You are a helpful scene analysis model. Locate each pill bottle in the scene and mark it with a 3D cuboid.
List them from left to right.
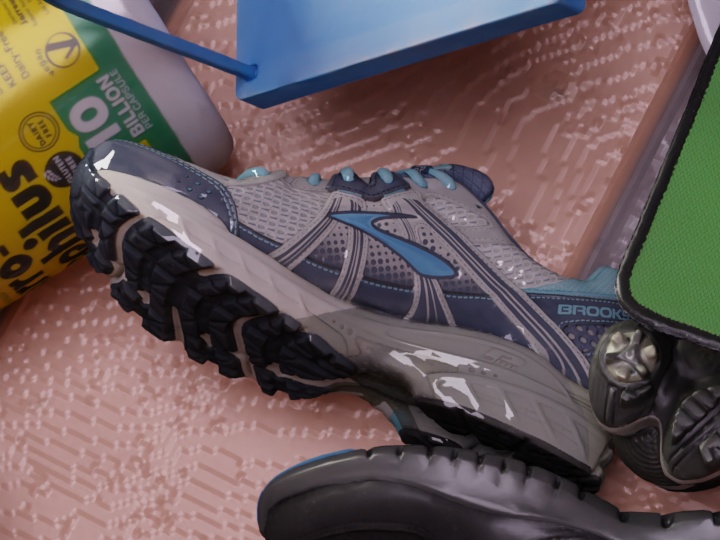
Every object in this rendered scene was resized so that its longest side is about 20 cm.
[{"bbox_3d":[-0.153,-0.033,0.973,0.199,0.113,0.113,-32,69,-1],"label":"pill bottle"}]

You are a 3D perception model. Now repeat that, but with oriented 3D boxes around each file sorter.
[{"bbox_3d":[-0.021,-0.174,0.896,0.138,0.122,0.202,-14,70,40],"label":"file sorter"}]

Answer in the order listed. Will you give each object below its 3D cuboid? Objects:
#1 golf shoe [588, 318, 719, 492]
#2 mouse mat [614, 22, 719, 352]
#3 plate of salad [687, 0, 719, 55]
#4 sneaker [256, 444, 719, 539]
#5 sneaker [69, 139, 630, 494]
[{"bbox_3d":[0.154,-0.009,0.916,0.200,0.088,0.077,-42,69,-3],"label":"golf shoe"},{"bbox_3d":[0.180,-0.039,0.863,0.160,0.008,0.201,19,57,11],"label":"mouse mat"},{"bbox_3d":[0.206,-0.113,0.944,0.198,0.048,0.202,0,84,-1],"label":"plate of salad"},{"bbox_3d":[0.058,0.107,0.908,0.199,0.073,0.082,10,76,15],"label":"sneaker"},{"bbox_3d":[0.000,0.000,0.941,0.199,0.078,0.087,27,66,-10],"label":"sneaker"}]
